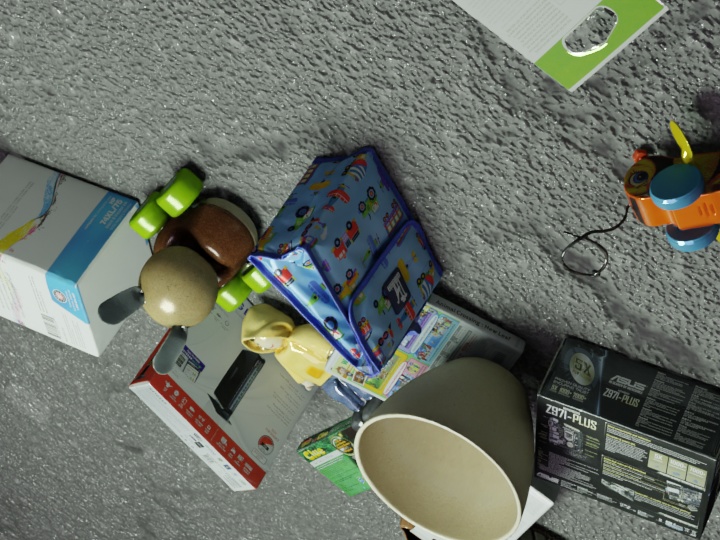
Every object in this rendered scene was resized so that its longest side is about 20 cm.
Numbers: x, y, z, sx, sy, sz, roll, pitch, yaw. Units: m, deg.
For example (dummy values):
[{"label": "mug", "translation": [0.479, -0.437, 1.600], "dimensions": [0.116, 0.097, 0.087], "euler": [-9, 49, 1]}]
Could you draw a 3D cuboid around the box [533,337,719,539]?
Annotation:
[{"label": "box", "translation": [0.293, 0.181, 1.640], "dimensions": [0.198, 0.086, 0.165], "euler": [19, 145, 20]}]

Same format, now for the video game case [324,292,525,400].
[{"label": "video game case", "translation": [0.070, 0.098, 1.744], "dimensions": [0.181, 0.022, 0.201], "euler": [27, 140, -3]}]

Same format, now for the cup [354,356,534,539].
[{"label": "cup", "translation": [0.112, 0.181, 1.673], "dimensions": [0.198, 0.144, 0.202], "euler": [20, 139, 19]}]

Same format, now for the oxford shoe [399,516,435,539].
[{"label": "oxford shoe", "translation": [0.103, 0.384, 2.079], "dimensions": [0.071, 0.072, 0.201], "euler": [-2, 135, 39]}]

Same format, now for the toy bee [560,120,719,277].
[{"label": "toy bee", "translation": [0.273, -0.077, 1.333], "dimensions": [0.197, 0.109, 0.132], "euler": [0, 132, 4]}]

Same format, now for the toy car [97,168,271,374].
[{"label": "toy car", "translation": [-0.212, 0.018, 1.751], "dimensions": [0.164, 0.201, 0.157], "euler": [42, 146, -13]}]

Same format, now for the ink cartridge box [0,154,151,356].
[{"label": "ink cartridge box", "translation": [-0.383, -0.020, 1.895], "dimensions": [0.198, 0.147, 0.147], "euler": [20, 146, 18]}]

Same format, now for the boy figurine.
[{"label": "boy figurine", "translation": [-0.057, 0.110, 1.866], "dimensions": [0.199, 0.065, 0.124], "euler": [37, 148, -12]}]

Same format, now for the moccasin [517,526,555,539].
[{"label": "moccasin", "translation": [0.193, 0.367, 1.980], "dimensions": [0.199, 0.074, 0.078], "euler": [17, 158, 17]}]

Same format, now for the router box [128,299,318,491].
[{"label": "router box", "translation": [-0.163, 0.139, 1.886], "dimensions": [0.049, 0.180, 0.200], "euler": [-15, 125, 49]}]

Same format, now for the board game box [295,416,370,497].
[{"label": "board game box", "translation": [0.002, 0.243, 2.024], "dimensions": [0.105, 0.024, 0.200], "euler": [40, 146, -14]}]

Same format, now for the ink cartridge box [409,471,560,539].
[{"label": "ink cartridge box", "translation": [0.154, 0.291, 1.896], "dimensions": [0.108, 0.050, 0.200], "euler": [35, 135, -1]}]

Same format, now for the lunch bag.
[{"label": "lunch bag", "translation": [0.000, 0.000, 1.594], "dimensions": [0.093, 0.151, 0.201], "euler": [-7, 130, 44]}]

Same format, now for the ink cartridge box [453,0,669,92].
[{"label": "ink cartridge box", "translation": [0.141, -0.257, 1.216], "dimensions": [0.199, 0.076, 0.148], "euler": [37, 147, -8]}]
